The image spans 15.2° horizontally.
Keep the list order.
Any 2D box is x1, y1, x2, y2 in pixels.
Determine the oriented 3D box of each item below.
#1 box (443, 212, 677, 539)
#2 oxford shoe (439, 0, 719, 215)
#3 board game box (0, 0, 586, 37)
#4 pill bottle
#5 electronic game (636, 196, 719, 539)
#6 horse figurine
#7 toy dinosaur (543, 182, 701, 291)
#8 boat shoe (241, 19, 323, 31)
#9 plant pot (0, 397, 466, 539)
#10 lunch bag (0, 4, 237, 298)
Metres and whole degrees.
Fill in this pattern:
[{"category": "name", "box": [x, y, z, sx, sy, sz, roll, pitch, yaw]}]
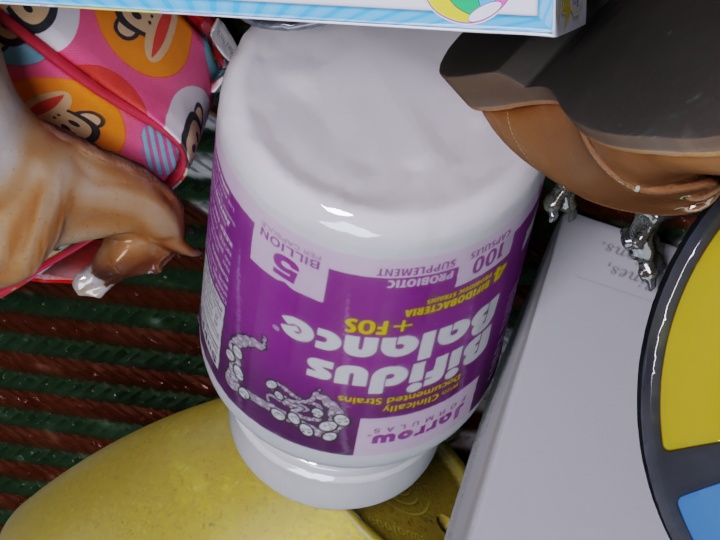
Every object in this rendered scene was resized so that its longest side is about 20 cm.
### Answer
[{"category": "box", "box": [0.128, 0.117, 0.971, 0.198, 0.201, 0.131, 19, 148, 1]}, {"category": "oxford shoe", "box": [0.092, -0.047, 0.773, 0.071, 0.071, 0.200, 50, 172, -17]}, {"category": "board game box", "box": [-0.033, -0.141, 0.777, 0.199, 0.034, 0.135, 6, 103, 19]}, {"category": "pill bottle", "box": [0.000, 0.000, 0.949, 0.112, 0.113, 0.200, 16, 145, 5]}, {"category": "electronic game", "box": [0.189, 0.042, 0.874, 0.199, 0.201, 0.042, 20, -177, -2]}, {"category": "horse figurine", "box": [-0.147, -0.043, 0.860, 0.132, 0.050, 0.200, -29, 121, 1]}, {"category": "toy dinosaur", "box": [0.115, -0.033, 0.911, 0.088, 0.048, 0.200, -26, 126, 27]}, {"category": "boat shoe", "box": [0.044, -0.116, 0.808, 0.199, 0.068, 0.072, -10, 137, 31]}, {"category": "plant pot", "box": [-0.028, 0.126, 1.092, 0.200, 0.200, 0.142, 35, 118, -21]}, {"category": "lunch bag", "box": [-0.144, -0.057, 0.966, 0.176, 0.082, 0.200, 38, 140, -25]}]
